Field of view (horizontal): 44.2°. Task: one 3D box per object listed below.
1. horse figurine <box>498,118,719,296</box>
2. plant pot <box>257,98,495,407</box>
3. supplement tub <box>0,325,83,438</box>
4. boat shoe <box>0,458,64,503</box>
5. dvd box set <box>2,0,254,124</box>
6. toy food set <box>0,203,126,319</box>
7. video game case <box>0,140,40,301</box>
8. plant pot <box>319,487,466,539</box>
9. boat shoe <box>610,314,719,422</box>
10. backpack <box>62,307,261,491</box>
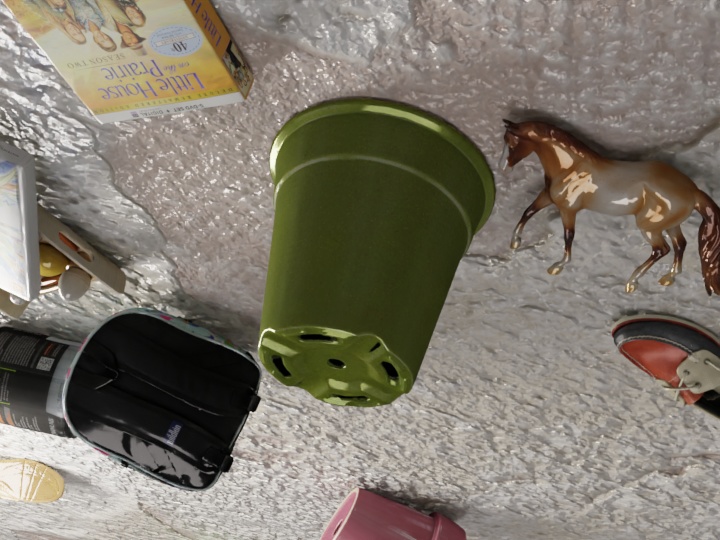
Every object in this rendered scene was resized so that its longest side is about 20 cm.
[{"bbox_3d":[0.199,-0.046,0.691,0.199,0.050,0.133,16,130,12],"label":"horse figurine"},{"bbox_3d":[0.000,0.000,0.716,0.199,0.191,0.200,9,146,6],"label":"plant pot"},{"bbox_3d":[-0.442,0.137,1.139,0.199,0.123,0.123,12,147,4],"label":"supplement tub"},{"bbox_3d":[-0.632,0.383,1.624,0.199,0.074,0.069,13,158,4],"label":"boat shoe"},{"bbox_3d":[-0.185,-0.194,0.643,0.146,0.029,0.200,-3,142,23],"label":"dvd box set"},{"bbox_3d":[-0.369,-0.003,0.962,0.199,0.061,0.144,-13,138,34],"label":"toy food set"},{"bbox_3d":[-0.397,-0.071,0.857,0.182,0.022,0.200,24,138,3],"label":"video game case"},{"bbox_3d":[0.036,0.435,1.356,0.179,0.200,0.200,34,144,-2],"label":"plant pot"},{"bbox_3d":[0.330,0.105,0.864,0.199,0.063,0.071,26,146,-16],"label":"boat shoe"},{"bbox_3d":[-0.230,0.135,1.009,0.199,0.178,0.151,26,175,-16],"label":"backpack"}]
